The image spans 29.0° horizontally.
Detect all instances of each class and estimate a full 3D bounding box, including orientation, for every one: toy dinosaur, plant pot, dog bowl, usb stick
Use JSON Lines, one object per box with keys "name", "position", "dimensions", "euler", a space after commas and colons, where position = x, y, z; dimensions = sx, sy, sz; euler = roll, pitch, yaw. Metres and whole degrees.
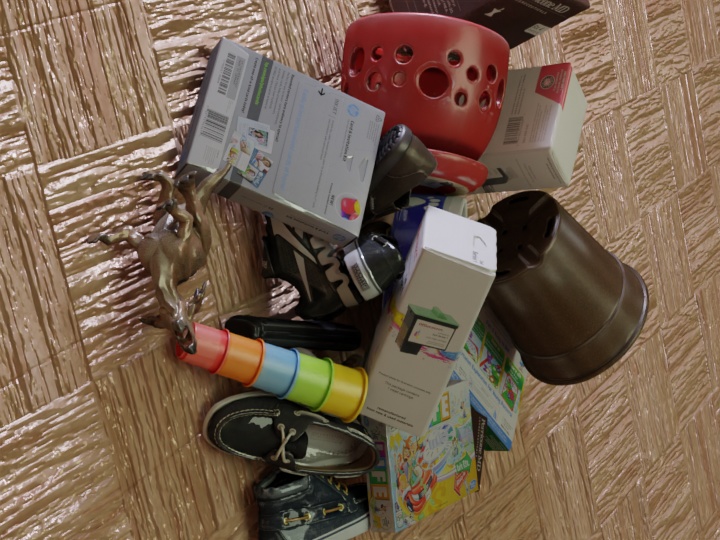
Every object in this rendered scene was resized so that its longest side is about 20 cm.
{"name": "toy dinosaur", "position": [-0.175, -0.016, 1.345], "dimensions": [0.136, 0.085, 0.201], "euler": [63, 34, -29]}
{"name": "plant pot", "position": [0.069, -0.189, 1.649], "dimensions": [0.200, 0.199, 0.185], "euler": [15, 82, -55]}
{"name": "dog bowl", "position": [0.077, 0.010, 1.657], "dimensions": [0.200, 0.078, 0.203], "euler": [7, 90, -82]}
{"name": "plant pot", "position": [0.246, 0.012, 1.829], "dimensions": [0.198, 0.199, 0.202], "euler": [46, 49, -34]}
{"name": "usb stick", "position": [-0.070, 0.069, 1.516], "dimensions": [0.199, 0.055, 0.033], "euler": [9, 89, -56]}

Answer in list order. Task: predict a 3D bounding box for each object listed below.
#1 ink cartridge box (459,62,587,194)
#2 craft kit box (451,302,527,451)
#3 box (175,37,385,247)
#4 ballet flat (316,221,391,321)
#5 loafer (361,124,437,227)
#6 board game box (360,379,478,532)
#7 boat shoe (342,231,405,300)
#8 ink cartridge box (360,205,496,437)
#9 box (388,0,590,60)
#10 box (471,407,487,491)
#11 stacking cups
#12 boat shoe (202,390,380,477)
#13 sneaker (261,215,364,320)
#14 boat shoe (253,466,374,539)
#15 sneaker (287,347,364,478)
{"name": "ink cartridge box", "position": [0.180, -0.180, 1.805], "dimensions": [0.085, 0.198, 0.147], "euler": [54, 44, -45]}
{"name": "craft kit box", "position": [0.165, 0.109, 1.885], "dimensions": [0.200, 0.048, 0.199], "euler": [51, 48, -41]}
{"name": "box", "position": [-0.080, -0.133, 1.459], "dimensions": [0.198, 0.041, 0.157], "euler": [21, 64, -19]}
{"name": "ballet flat", "position": [0.000, 0.000, 1.641], "dimensions": [0.200, 0.046, 0.068], "euler": [-43, 121, -51]}
{"name": "loafer", "position": [0.019, -0.079, 1.555], "dimensions": [0.071, 0.200, 0.073], "euler": [30, 52, -13]}
{"name": "board game box", "position": [0.070, 0.209, 1.599], "dimensions": [0.199, 0.034, 0.136], "euler": [-12, 97, -58]}
{"name": "boat shoe", "position": [0.019, -0.010, 1.495], "dimensions": [0.069, 0.056, 0.200], "euler": [61, 4, -7]}
{"name": "ink cartridge box", "position": [0.070, 0.050, 1.485], "dimensions": [0.145, 0.083, 0.202], "euler": [-77, -171, -69]}
{"name": "box", "position": [0.151, -0.376, 1.763], "dimensions": [0.165, 0.199, 0.166], "euler": [5, 66, -56]}
{"name": "box", "position": [0.078, 0.200, 1.710], "dimensions": [0.200, 0.074, 0.101], "euler": [35, 57, -52]}
{"name": "stacking cups", "position": [-0.090, 0.103, 1.410], "dimensions": [0.198, 0.060, 0.061], "euler": [18, 68, -26]}
{"name": "boat shoe", "position": [-0.068, 0.177, 1.446], "dimensions": [0.199, 0.060, 0.075], "euler": [17, 101, -35]}
{"name": "sneaker", "position": [-0.078, -0.034, 1.506], "dimensions": [0.201, 0.090, 0.066], "euler": [62, 5, 5]}
{"name": "boat shoe", "position": [-0.040, 0.247, 1.519], "dimensions": [0.200, 0.070, 0.092], "euler": [-19, 106, -54]}
{"name": "sneaker", "position": [-0.034, 0.127, 1.558], "dimensions": [0.201, 0.073, 0.116], "euler": [64, 34, -41]}
